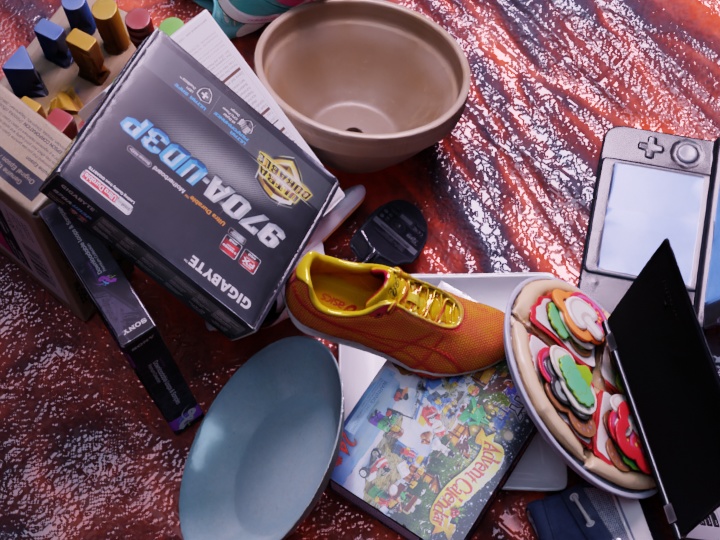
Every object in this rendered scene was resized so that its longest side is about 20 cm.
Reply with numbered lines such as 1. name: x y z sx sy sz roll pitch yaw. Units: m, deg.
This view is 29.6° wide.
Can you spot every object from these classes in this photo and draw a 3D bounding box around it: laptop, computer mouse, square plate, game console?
1. laptop: 0.273 0.102 1.063 0.115 0.199 0.189 -33 58 33
2. computer mouse: 0.000 0.000 1.203 0.059 0.034 0.200 42 46 3
3. square plate: 0.076 0.097 1.186 0.195 0.029 0.203 0 63 3
4. game console: 0.289 -0.057 1.200 0.170 0.119 0.202 11 64 8

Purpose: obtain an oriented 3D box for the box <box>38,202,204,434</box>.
1. box: -0.195 0.041 1.133 0.036 0.201 0.144 -33 66 -9

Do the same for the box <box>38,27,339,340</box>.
1. box: -0.131 -0.068 1.086 0.199 0.046 0.160 40 59 -17

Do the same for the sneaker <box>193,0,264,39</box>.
1. sneaker: -0.162 -0.317 1.386 0.079 0.078 0.201 -32 66 -3

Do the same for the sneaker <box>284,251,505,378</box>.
1. sneaker: 0.036 0.037 1.107 0.197 0.077 0.074 11 61 -11

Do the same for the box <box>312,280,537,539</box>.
1. box: 0.071 0.124 1.135 0.136 0.038 0.201 29 69 17

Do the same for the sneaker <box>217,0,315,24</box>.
1. sneaker: -0.034 -0.304 1.312 0.198 0.120 0.085 -24 87 -34

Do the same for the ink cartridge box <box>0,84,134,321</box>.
1. ink cartridge box: -0.293 -0.067 1.194 0.164 0.201 0.075 35 69 20

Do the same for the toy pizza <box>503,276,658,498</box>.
1. toy pizza: 0.194 0.089 1.111 0.199 0.032 0.202 29 42 -29

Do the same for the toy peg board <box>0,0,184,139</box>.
1. toy peg board: -0.259 -0.182 1.308 0.197 0.098 0.201 27 67 16

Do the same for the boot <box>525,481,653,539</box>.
1. boot: 0.201 0.262 1.078 0.089 0.073 0.202 -18 55 0

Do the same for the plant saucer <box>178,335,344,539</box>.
1. plant saucer: -0.071 0.153 1.117 0.200 0.038 0.203 -33 40 33

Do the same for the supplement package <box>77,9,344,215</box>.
1. supplement package: -0.132 -0.103 1.198 0.120 0.121 0.201 -42 103 -19

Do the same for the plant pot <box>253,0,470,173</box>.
1. plant pot: -0.001 -0.157 1.268 0.198 0.093 0.203 4 47 -4

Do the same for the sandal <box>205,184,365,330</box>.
1. sandal: -0.050 -0.001 1.219 0.207 0.079 0.060 -44 104 -31
